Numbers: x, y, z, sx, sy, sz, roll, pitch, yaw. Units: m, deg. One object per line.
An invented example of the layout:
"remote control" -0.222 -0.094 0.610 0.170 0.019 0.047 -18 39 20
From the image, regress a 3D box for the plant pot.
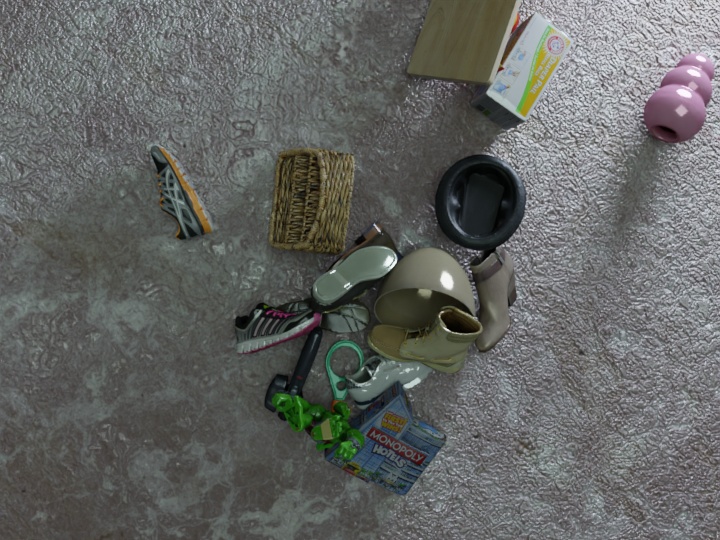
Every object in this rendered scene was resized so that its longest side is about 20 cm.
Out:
"plant pot" 0.134 0.033 1.726 0.199 0.201 0.135 17 58 -8

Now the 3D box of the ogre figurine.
"ogre figurine" -0.069 0.292 1.647 0.199 0.120 0.099 7 81 28

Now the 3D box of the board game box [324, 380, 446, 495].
"board game box" 0.064 0.329 1.718 0.199 0.062 0.201 30 108 -12

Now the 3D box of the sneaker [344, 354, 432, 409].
"sneaker" 0.064 0.196 1.742 0.199 0.076 0.081 -32 119 -12

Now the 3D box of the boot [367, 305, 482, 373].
"boot" 0.121 0.120 1.673 0.198 0.156 0.073 18 55 -2

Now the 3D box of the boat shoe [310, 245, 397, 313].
"boat shoe" -0.015 0.017 1.678 0.200 0.061 0.072 -28 65 -31

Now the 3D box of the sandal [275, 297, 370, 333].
"sandal" -0.078 0.092 1.752 0.198 0.055 0.082 -9 84 6

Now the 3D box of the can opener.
"can opener" -0.121 0.204 1.714 0.078 0.063 0.201 24 105 -13

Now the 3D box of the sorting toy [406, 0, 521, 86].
"sorting toy" 0.218 -0.463 1.742 0.069 0.198 0.201 24 84 -52

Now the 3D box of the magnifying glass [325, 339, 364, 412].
"magnifying glass" -0.041 0.241 1.767 0.079 0.022 0.202 9 89 -9

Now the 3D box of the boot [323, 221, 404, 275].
"boot" 0.000 0.000 1.739 0.097 0.075 0.200 45 72 -3

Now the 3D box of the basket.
"basket" -0.097 -0.136 1.702 0.148 0.143 0.202 8 88 -9

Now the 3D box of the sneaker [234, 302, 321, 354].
"sneaker" -0.169 0.099 1.695 0.199 0.074 0.088 -21 83 28

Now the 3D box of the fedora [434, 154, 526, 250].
"fedora" 0.238 -0.129 1.771 0.199 0.092 0.202 0 75 -1

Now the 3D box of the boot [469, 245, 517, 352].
"boot" 0.255 0.044 1.749 0.147 0.070 0.200 61 42 -30

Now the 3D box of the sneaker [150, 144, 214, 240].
"sneaker" -0.361 -0.151 1.699 0.077 0.078 0.201 -28 92 1

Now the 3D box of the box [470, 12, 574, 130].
"box" 0.329 -0.405 1.785 0.101 0.112 0.201 33 84 -8

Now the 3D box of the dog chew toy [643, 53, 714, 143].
"dog chew toy" 0.679 -0.369 1.836 0.124 0.125 0.201 30 78 -7
